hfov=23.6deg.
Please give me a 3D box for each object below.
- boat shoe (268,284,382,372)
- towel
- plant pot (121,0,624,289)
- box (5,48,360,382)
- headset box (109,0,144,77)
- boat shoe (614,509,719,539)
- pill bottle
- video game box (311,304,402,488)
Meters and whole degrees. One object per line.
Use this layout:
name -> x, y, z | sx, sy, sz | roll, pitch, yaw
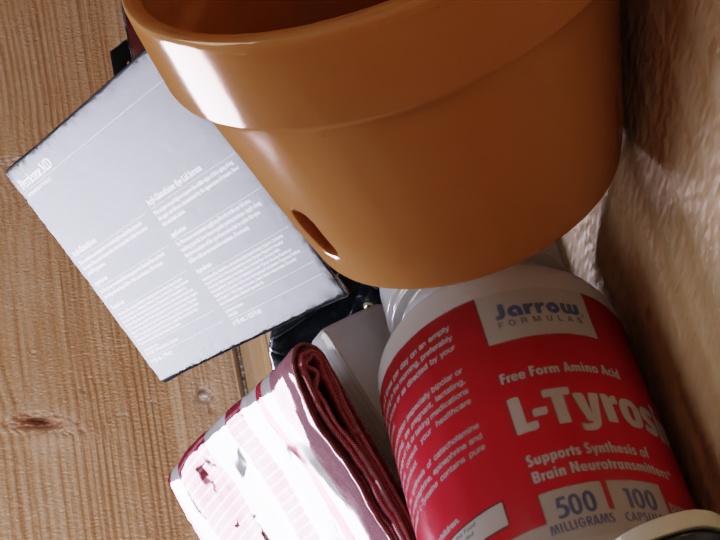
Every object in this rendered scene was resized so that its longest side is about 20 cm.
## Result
boat shoe -> 0.000, 0.000, 0.924 | 0.071, 0.090, 0.202 | -87, 6, -63
towel -> -0.029, 0.129, 0.812 | 0.145, 0.023, 0.200 | 60, 149, 8
plant pot -> 0.022, -0.089, 0.688 | 0.201, 0.198, 0.141 | -111, -2, -56
box -> -0.074, -0.041, 0.846 | 0.142, 0.079, 0.200 | 52, 146, -9
headset box -> -0.051, -0.148, 0.982 | 0.075, 0.198, 0.149 | 64, -173, -49
boat shoe -> 0.115, 0.166, 0.634 | 0.201, 0.074, 0.062 | 88, 171, -45
pill bottle -> 0.070, 0.073, 0.720 | 0.113, 0.111, 0.201 | 91, 167, -48
video game box -> 0.009, 0.145, 0.845 | 0.201, 0.047, 0.182 | 57, 139, 11
